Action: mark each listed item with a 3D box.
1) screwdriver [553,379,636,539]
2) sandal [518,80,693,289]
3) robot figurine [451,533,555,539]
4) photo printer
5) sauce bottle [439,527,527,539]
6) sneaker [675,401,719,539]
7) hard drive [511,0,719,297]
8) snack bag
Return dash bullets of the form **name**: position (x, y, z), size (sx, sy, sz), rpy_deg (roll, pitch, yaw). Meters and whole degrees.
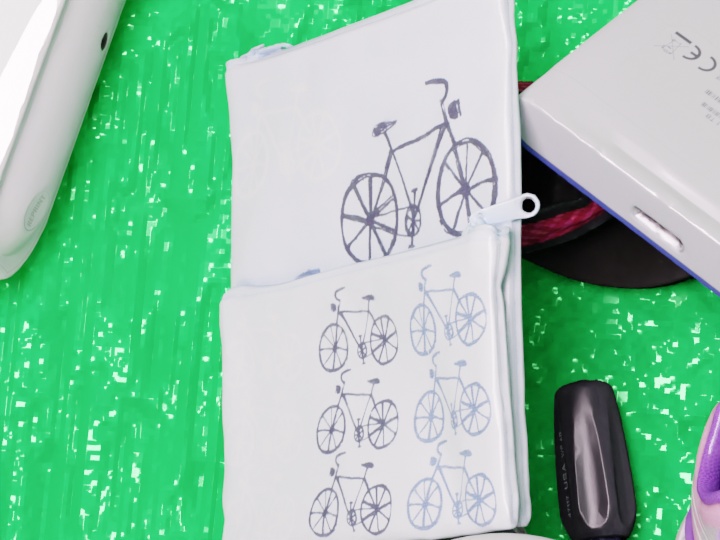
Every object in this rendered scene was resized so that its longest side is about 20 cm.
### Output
- **screwdriver**: position (0.095, 0.136, 0.980), size (0.029, 0.028, 0.200), rpy_deg (-23, 69, 38)
- **sandal**: position (0.055, -0.039, 1.014), size (0.200, 0.045, 0.075), rpy_deg (10, 89, 17)
- **robot figurine**: position (0.039, 0.173, 0.837), size (0.150, 0.200, 0.125), rpy_deg (22, 128, -3)
- **photo printer**: position (-0.181, -0.099, 1.075), size (0.166, 0.069, 0.200), rpy_deg (18, 83, 16)
- **sauce bottle**: position (-0.025, 0.148, 0.989), size (0.200, 0.065, 0.065), rpy_deg (-37, 73, 5)
- **sneaker**: position (0.148, 0.110, 0.890), size (0.080, 0.088, 0.200), rpy_deg (-6, 35, -5)
- **hard drive**: position (0.166, -0.069, 0.952), size (0.132, 0.025, 0.200), rpy_deg (39, 58, 21)
- **snack bag**: position (0.000, 0.000, 0.970), size (0.189, 0.021, 0.200), rpy_deg (-13, 75, 56)
